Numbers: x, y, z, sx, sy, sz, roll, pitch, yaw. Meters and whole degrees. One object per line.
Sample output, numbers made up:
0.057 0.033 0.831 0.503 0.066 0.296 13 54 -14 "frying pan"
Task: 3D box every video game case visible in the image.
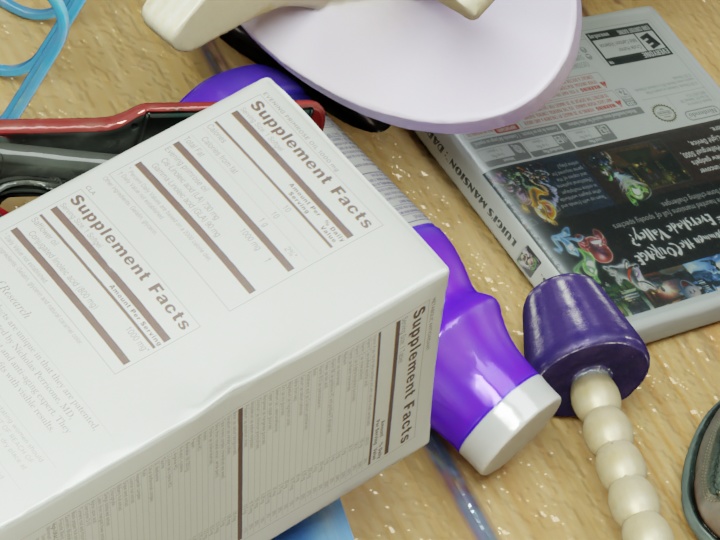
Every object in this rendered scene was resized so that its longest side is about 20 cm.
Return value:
0.128 -0.049 1.304 0.200 0.023 0.182 -14 59 -43 "video game case"

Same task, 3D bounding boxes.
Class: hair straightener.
-0.097 -0.033 1.029 0.200 0.041 0.077 3 48 -27 "hair straightener"

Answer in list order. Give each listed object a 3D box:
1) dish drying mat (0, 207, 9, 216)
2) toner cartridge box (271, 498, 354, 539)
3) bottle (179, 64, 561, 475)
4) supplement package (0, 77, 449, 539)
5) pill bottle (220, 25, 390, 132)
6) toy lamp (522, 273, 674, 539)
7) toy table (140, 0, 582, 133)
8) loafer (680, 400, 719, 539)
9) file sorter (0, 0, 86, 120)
-0.200 0.023 0.979 0.077 0.018 0.200 27 42 26 "dish drying mat"
-0.066 0.070 1.032 0.095 0.043 0.200 5 48 -32 "toner cartridge box"
0.000 0.000 1.128 0.200 0.065 0.084 46 26 13 "bottle"
-0.082 0.042 0.934 0.200 0.114 0.110 -30 60 -24 "supplement package"
0.019 -0.171 1.189 0.112 0.200 0.112 34 -1 1 "pill bottle"
0.113 0.088 1.129 0.058 0.058 0.200 6 49 -30 "toy lamp"
-0.004 -0.149 1.070 0.200 0.184 0.117 29 -4 17 "toy table"
0.209 0.061 1.216 0.072 0.063 0.200 41 40 8 "loafer"
-0.167 -0.147 1.110 0.123 0.139 0.200 31 39 -11 "file sorter"
